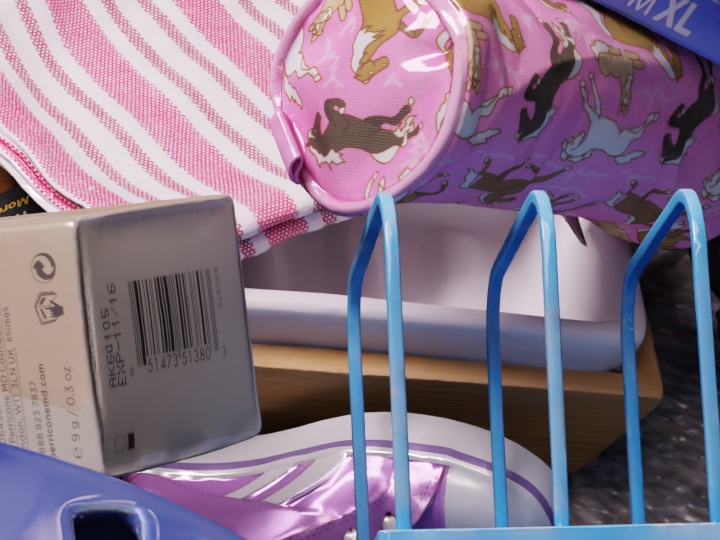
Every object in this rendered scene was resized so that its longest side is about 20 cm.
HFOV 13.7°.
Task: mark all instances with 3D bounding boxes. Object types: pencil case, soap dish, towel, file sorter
[{"bbox_3d":[0.056,-0.052,1.001,0.083,0.087,0.200,23,10,37],"label":"pencil case"},{"bbox_3d":[0.000,0.000,1.101,0.199,0.081,0.158,5,39,-10],"label":"soap dish"},{"bbox_3d":[-0.046,-0.069,1.083,0.200,0.030,0.146,-22,51,-37],"label":"towel"},{"bbox_3d":[0.097,0.045,0.936,0.199,0.139,0.123,0,76,-5],"label":"file sorter"}]

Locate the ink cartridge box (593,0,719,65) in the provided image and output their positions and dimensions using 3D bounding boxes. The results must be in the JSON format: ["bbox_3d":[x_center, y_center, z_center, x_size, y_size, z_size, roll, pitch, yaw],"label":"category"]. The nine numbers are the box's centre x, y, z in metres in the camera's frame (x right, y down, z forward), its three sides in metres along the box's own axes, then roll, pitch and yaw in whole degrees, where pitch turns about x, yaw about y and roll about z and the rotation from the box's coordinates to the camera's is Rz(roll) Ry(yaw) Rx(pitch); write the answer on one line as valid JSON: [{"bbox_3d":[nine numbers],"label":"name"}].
[{"bbox_3d":[0.101,-0.124,1.036,0.119,0.042,0.200,24,23,-24],"label":"ink cartridge box"}]

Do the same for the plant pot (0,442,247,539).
[{"bbox_3d":[-0.053,0.191,0.834,0.179,0.200,0.200,8,42,6],"label":"plant pot"}]

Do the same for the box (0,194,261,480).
[{"bbox_3d":[-0.141,0.026,0.937,0.200,0.078,0.095,-5,4,28],"label":"box"}]

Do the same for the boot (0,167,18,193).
[{"bbox_3d":[-0.188,-0.079,1.193,0.074,0.155,0.200,-24,42,-16],"label":"boot"}]

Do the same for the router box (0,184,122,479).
[{"bbox_3d":[-0.183,0.069,1.053,0.200,0.052,0.157,-24,39,10],"label":"router box"}]

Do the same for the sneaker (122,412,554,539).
[{"bbox_3d":[-0.032,0.113,1.019,0.200,0.073,0.114,-5,43,18],"label":"sneaker"}]

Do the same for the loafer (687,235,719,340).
[{"bbox_3d":[0.168,0.047,1.063,0.063,0.072,0.200,-36,49,-6],"label":"loafer"}]
